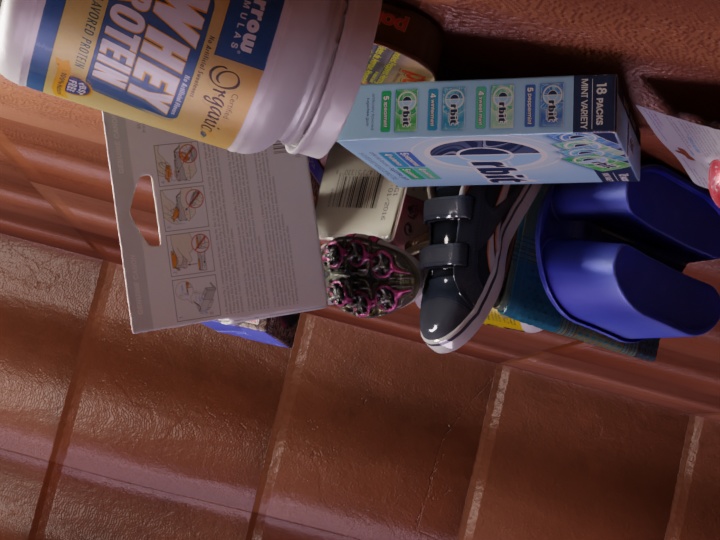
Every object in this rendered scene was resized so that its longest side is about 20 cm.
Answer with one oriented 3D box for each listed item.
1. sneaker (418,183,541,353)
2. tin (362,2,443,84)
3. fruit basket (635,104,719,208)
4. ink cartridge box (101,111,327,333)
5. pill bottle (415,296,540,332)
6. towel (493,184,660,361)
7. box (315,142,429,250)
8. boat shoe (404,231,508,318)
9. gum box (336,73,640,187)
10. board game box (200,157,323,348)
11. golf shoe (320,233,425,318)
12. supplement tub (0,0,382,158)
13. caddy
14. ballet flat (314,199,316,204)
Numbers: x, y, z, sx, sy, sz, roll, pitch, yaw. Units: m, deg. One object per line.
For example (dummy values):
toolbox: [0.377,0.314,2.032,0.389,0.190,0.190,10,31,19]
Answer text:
sneaker: [0.084,-0.033,1.104,0.079,0.202,0.078,39,152,-29]
tin: [-0.001,-0.155,0.973,0.111,0.042,0.200,19,171,-6]
fruit basket: [0.310,-0.067,0.936,0.199,0.095,0.185,28,180,31]
ink cartridge box: [-0.125,-0.055,1.115,0.171,0.203,0.043,-8,180,-20]
pill bottle: [0.169,0.010,1.549,0.198,0.114,0.112,11,172,25]
towel: [0.213,-0.008,1.215,0.198,0.149,0.022,18,173,-32]
box: [0.068,-0.052,1.309,0.199,0.110,0.127,22,168,-41]
boat shoe: [0.135,0.005,1.213,0.200,0.076,0.075,2,163,-26]
gum box: [0.101,-0.100,0.978,0.197,0.045,0.170,-1,172,17]
board game box: [-0.111,-0.030,1.448,0.096,0.203,0.159,12,173,9]
golf shoe: [0.000,0.000,1.202,0.091,0.074,0.199,-10,-173,-37]
supplement tub: [-0.099,-0.153,0.765,0.198,0.147,0.145,16,172,-14]
caddy: [0.234,-0.015,1.153,0.199,0.143,0.104,22,166,-39]
ballet flat: [-0.077,-0.045,1.268,0.068,0.064,0.200,-21,175,16]
